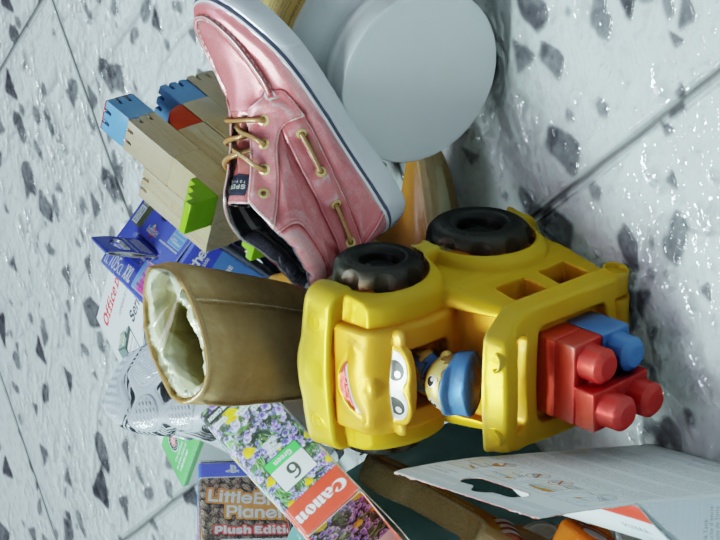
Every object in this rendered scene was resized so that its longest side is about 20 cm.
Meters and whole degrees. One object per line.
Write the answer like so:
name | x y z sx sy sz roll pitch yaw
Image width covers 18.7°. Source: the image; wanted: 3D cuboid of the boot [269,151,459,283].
boot | 0.000 0.000 1.576 0.144 0.071 0.201 0 114 19

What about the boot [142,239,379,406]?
boot | -0.063 0.013 1.458 0.066 0.200 0.175 -43 58 31

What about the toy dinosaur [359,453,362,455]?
toy dinosaur | 0.013 0.122 1.688 0.088 0.047 0.200 27 135 8

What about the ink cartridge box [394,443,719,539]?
ink cartridge box | 0.145 0.145 1.314 0.162 0.200 0.050 10 103 60

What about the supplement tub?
supplement tub | -0.012 -0.168 1.512 0.200 0.145 0.145 39 135 49

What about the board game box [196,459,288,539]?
board game box | -0.082 0.281 1.798 0.160 0.097 0.200 95 171 -47

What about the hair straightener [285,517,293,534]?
hair straightener | -0.042 0.136 1.750 0.200 0.041 0.077 -96 11 -57

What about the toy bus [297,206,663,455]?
toy bus | 0.087 0.058 1.395 0.192 0.200 0.136 25 123 44

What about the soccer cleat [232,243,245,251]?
soccer cleat | -0.096 -0.106 1.748 0.067 0.076 0.200 -81 4 -55

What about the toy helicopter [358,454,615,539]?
toy helicopter | 0.091 0.173 1.453 0.200 0.132 0.079 28 99 18

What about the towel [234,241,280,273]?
towel | -0.060 -0.043 1.680 0.200 0.049 0.112 36 140 16

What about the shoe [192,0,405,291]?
shoe | -0.060 -0.084 1.407 0.200 0.091 0.071 53 155 -15

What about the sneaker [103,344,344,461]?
sneaker | -0.104 0.113 1.665 0.200 0.115 0.075 1 61 47

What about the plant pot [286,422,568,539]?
plant pot | 0.043 0.218 1.573 0.201 0.161 0.201 33 130 51

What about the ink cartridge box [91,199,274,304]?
ink cartridge box | -0.114 0.015 1.708 0.076 0.200 0.136 -54 26 0

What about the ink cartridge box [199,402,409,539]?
ink cartridge box | -0.017 0.163 1.445 0.200 0.050 0.109 44 173 38

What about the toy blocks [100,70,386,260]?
toy blocks | -0.095 -0.090 1.582 0.137 0.200 0.100 40 131 29

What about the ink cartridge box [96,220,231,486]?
ink cartridge box | -0.149 0.065 1.927 0.200 0.084 0.146 59 147 29
